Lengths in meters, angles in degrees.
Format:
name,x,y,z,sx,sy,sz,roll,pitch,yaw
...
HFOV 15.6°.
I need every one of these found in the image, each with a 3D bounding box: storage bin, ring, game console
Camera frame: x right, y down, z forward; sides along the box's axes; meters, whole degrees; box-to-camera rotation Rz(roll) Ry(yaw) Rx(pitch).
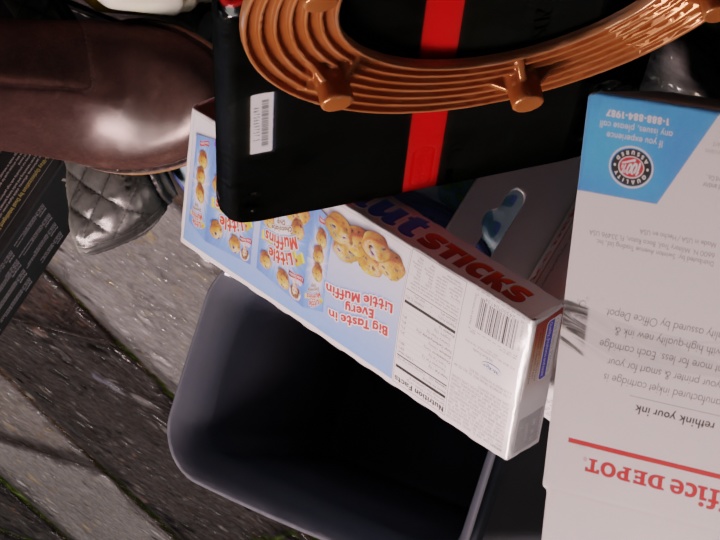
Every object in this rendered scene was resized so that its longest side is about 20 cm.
name,x,y,z,sx,sy,sz,roll,pitch,yaw
storage bin,0.022,0.072,1.420,0.199,0.146,0.134,19,-176,32
ring,0.057,-0.097,0.912,0.199,0.019,0.201,-12,159,-5
game console,0.029,-0.081,1.007,0.176,0.031,0.200,-11,159,-6

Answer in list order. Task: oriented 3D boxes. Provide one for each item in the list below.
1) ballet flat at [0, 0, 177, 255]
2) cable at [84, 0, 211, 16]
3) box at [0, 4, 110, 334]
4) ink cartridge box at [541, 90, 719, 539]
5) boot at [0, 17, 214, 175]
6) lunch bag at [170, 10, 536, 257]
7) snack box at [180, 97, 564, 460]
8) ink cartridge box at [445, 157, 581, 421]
name,x,y,z,sx,sy,sz,roll,pitch,yaw
ballet flat,-0.155,-0.096,1.281,0.200,0.057,0.067,58,178,26
cable,-0.154,-0.134,1.160,0.199,0.051,0.097,-6,169,-12
box,-0.217,-0.058,1.346,0.160,0.200,0.044,22,159,24
ink cartridge box,0.140,0.037,1.020,0.115,0.201,0.067,12,-170,36
boot,-0.170,-0.079,1.163,0.199,0.073,0.166,9,-172,30
lunch bag,0.005,-0.034,1.246,0.199,0.083,0.161,23,161,28
snack box,0.000,0.000,1.114,0.200,0.024,0.072,33,132,32
ink cartridge box,0.133,0.024,1.130,0.200,0.116,0.068,36,161,-12
